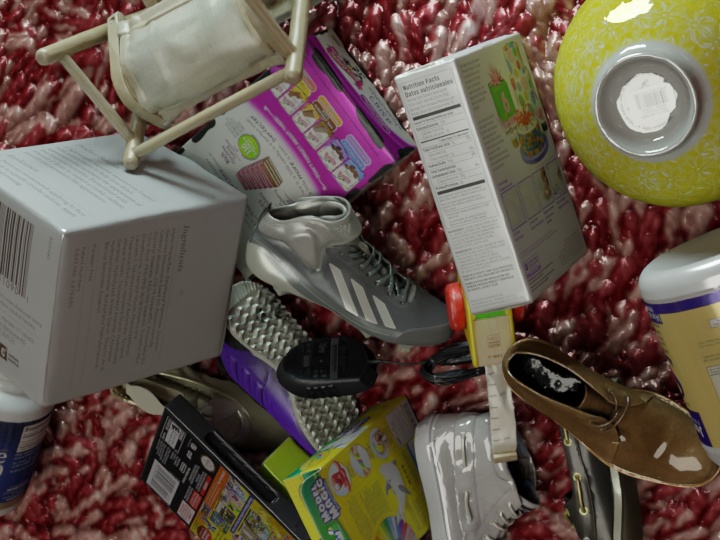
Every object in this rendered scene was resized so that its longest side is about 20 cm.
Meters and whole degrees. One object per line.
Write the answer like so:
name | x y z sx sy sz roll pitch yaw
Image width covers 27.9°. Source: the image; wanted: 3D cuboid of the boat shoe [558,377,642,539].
boat shoe | 0.207 0.192 1.262 0.060 0.072 0.202 -3 97 24

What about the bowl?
bowl | 0.234 -0.137 1.122 0.200 0.108 0.201 8 109 23

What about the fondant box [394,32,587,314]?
fondant box | 0.110 -0.082 1.178 0.058 0.144 0.200 -13 100 30

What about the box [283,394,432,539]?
box | 0.006 0.202 1.287 0.048 0.200 0.118 -23 95 29

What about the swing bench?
swing bench | -0.134 -0.221 1.239 0.199 0.200 0.130 -22 119 31

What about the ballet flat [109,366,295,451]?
ballet flat | -0.160 0.135 1.424 0.200 0.069 0.070 20 114 19

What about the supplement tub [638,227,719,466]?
supplement tub | 0.316 0.068 1.124 0.145 0.145 0.200 -20 96 29

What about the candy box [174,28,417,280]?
candy box | -0.065 -0.103 1.305 0.200 0.061 0.136 -36 89 30

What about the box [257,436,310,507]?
box | -0.025 0.261 1.383 0.200 0.048 0.122 44 147 7

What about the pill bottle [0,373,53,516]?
pill bottle | -0.381 0.150 1.511 0.111 0.111 0.200 30 116 15

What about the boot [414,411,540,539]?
boot | 0.117 0.223 1.313 0.095 0.074 0.200 -8 105 27

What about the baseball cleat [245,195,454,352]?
baseball cleat | 0.000 0.000 1.261 0.200 0.070 0.107 19 128 -7

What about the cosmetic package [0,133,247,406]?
cosmetic package | -0.232 -0.009 1.260 0.165 0.200 0.165 31 120 36

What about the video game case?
video game case | -0.133 0.225 1.407 0.181 0.025 0.200 44 150 9

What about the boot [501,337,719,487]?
boot | 0.203 0.120 1.179 0.200 0.075 0.074 28 91 8

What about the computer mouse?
computer mouse | 0.023 0.090 1.309 0.200 0.059 0.034 -2 134 7

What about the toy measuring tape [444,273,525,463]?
toy measuring tape | 0.113 0.064 1.265 0.073 0.074 0.200 -1 104 26

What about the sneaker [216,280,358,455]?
sneaker | -0.083 0.098 1.379 0.099 0.070 0.200 -16 111 53
